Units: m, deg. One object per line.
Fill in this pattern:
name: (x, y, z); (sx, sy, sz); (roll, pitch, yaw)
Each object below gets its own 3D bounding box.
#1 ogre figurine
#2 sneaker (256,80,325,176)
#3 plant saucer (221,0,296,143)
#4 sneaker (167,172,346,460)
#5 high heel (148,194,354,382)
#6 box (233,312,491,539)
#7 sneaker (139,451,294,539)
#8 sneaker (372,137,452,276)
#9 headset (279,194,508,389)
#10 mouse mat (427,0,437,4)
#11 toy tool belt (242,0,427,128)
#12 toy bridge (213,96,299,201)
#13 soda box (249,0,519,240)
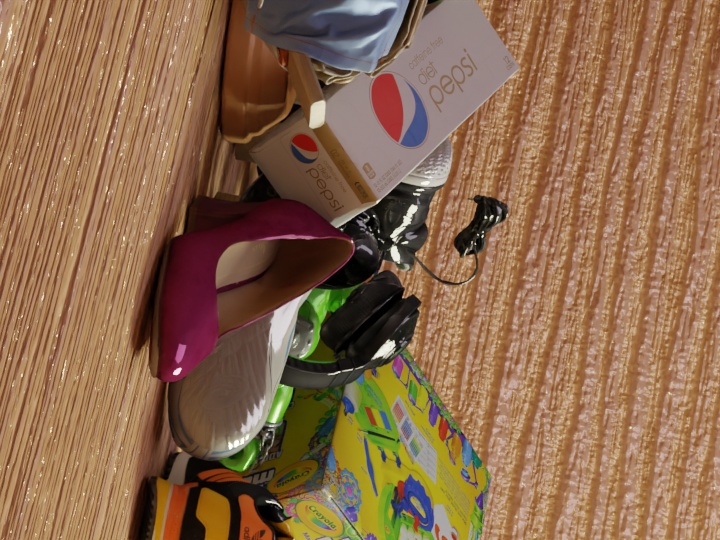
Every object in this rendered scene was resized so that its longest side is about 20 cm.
ogre figurine: (-0.055, 0.030, 1.720); (0.200, 0.098, 0.120); (-53, 177, -45)
sneaker: (-0.033, -0.151, 1.796); (0.091, 0.076, 0.201); (-105, -148, -76)
plant saucer: (-0.049, -0.175, 1.565); (0.200, 0.037, 0.201); (11, 90, -88)
sneaker: (-0.067, 0.019, 1.536); (0.072, 0.072, 0.201); (-20, -134, 67)
high heel: (-0.059, 0.009, 1.403); (0.200, 0.096, 0.068); (-75, 175, -60)
box: (-0.012, 0.164, 1.818); (0.200, 0.121, 0.193); (56, 30, -32)
sneaker: (-0.083, 0.158, 1.562); (0.200, 0.089, 0.070); (-12, 112, -87)
sneaker: (0.018, -0.069, 1.796); (0.200, 0.075, 0.114); (-85, -166, -67)
headset: (0.000, 0.000, 1.627); (0.124, 0.199, 0.094); (63, -33, 18)
mouse mat: (0.049, -0.266, 1.606); (0.161, 0.007, 0.201); (174, -77, -75)
toy tool belt: (-0.013, -0.188, 1.365); (0.123, 0.124, 0.201); (-90, -173, -54)
toy bridge: (-0.047, -0.080, 1.646); (0.200, 0.067, 0.027); (-75, 175, -55)
soda box: (0.018, -0.099, 1.554); (0.064, 0.068, 0.200); (-29, -170, 40)
